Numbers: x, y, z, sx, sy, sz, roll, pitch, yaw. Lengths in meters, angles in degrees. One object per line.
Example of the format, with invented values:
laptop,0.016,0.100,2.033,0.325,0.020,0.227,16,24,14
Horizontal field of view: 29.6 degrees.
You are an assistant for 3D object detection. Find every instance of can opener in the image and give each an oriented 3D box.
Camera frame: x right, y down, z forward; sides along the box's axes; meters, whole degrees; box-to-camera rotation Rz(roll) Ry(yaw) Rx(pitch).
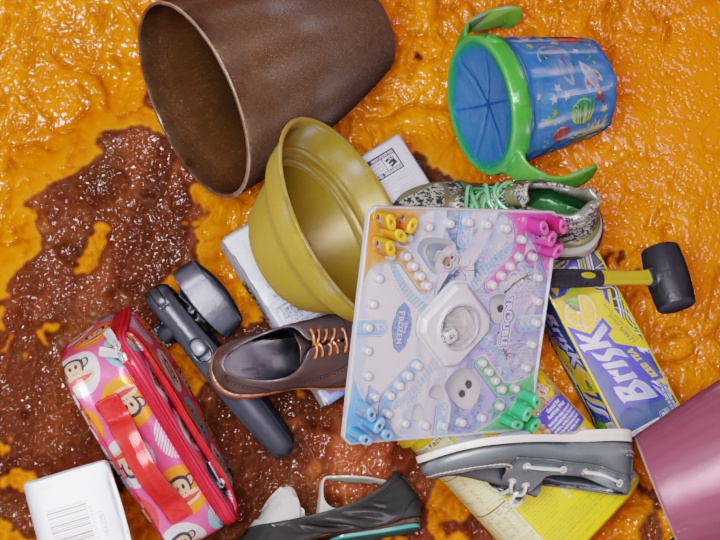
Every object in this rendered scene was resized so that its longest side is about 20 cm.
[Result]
can opener,-0.126,0.089,1.253,0.079,0.063,0.200,-34,89,10

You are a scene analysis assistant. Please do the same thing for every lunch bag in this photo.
lunch bag,-0.181,0.138,1.164,0.082,0.176,0.200,-30,101,-1

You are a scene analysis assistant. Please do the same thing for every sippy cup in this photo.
sippy cup,0.171,-0.168,1.316,0.130,0.140,0.178,-12,101,-21

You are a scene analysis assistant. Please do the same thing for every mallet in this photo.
mallet,0.231,0.016,1.261,0.200,0.041,0.066,-8,70,-34

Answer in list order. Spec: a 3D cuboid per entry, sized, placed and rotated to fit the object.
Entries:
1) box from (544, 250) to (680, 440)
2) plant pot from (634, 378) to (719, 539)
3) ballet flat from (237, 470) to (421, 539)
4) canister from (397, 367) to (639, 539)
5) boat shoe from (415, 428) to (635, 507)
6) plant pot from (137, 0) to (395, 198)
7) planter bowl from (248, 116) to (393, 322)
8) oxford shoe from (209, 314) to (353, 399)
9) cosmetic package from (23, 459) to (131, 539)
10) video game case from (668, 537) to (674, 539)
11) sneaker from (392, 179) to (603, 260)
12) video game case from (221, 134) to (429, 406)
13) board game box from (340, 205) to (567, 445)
box,0.226,0.066,1.312,0.070,0.064,0.200,-26,86,-12
plant pot,0.352,0.176,1.224,0.179,0.200,0.200,-23,84,9
ballet flat,-0.042,0.228,1.248,0.200,0.068,0.069,-11,72,-21
canister,0.144,0.168,1.272,0.149,0.087,0.200,-43,90,-13
boat shoe,0.148,0.174,1.193,0.199,0.073,0.062,-2,79,-16
plant pot,-0.073,-0.191,1.267,0.200,0.187,0.187,-27,85,-27
planter bowl,-0.039,-0.027,1.195,0.083,0.200,0.201,-27,84,26
oxford shoe,-0.033,0.073,1.206,0.200,0.073,0.071,-15,82,-10
cosmetic package,-0.231,0.219,1.147,0.074,0.200,0.102,-15,84,-10
video game case,0.403,0.301,1.309,0.200,0.045,0.182,-31,87,-12
sneaker,0.129,-0.062,1.239,0.199,0.089,0.077,1,64,-3
video game case,0.000,0.000,1.291,0.200,0.045,0.182,-31,85,-12
board game box,0.084,0.048,1.155,0.200,0.026,0.201,0,101,-32
